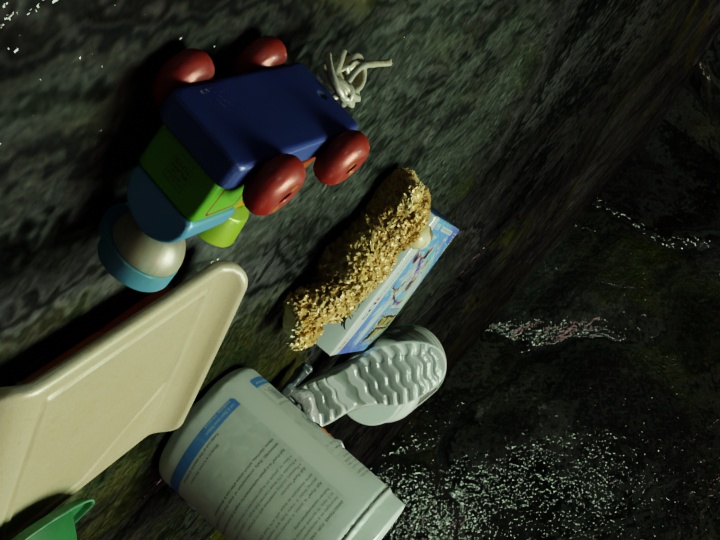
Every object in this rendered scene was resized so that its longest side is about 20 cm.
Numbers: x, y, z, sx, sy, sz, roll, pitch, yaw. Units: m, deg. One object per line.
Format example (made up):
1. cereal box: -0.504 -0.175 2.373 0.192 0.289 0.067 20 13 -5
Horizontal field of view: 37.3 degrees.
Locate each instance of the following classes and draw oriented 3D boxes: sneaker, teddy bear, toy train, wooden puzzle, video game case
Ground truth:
1. sneaker: 0.006 0.126 1.280 0.197 0.076 0.082 -16 -172 6
2. teddy bear: 0.000 0.000 0.988 0.200 0.067 0.145 -47 170 -19
3. toy train: -0.055 -0.060 0.586 0.116 0.085 0.200 -46 173 30
4. wooden puzzle: -0.172 0.087 0.683 0.199 0.037 0.186 -32 158 -47
5. video game case: 0.029 0.008 1.179 0.182 0.045 0.200 -52 169 6

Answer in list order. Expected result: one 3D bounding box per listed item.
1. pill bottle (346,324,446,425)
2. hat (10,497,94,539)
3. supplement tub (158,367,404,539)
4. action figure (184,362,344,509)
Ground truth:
1. pill bottle: 0.043 0.143 1.466 0.114 0.113 0.200 -54 168 16
2. hat: -0.205 0.281 0.702 0.200 0.177 0.165 -42 173 23
3. supplement tub: -0.073 0.198 0.970 0.132 0.199 0.132 -47 168 -14
4. action figure: -0.091 0.210 1.137 0.200 0.104 0.194 -48 -166 4
